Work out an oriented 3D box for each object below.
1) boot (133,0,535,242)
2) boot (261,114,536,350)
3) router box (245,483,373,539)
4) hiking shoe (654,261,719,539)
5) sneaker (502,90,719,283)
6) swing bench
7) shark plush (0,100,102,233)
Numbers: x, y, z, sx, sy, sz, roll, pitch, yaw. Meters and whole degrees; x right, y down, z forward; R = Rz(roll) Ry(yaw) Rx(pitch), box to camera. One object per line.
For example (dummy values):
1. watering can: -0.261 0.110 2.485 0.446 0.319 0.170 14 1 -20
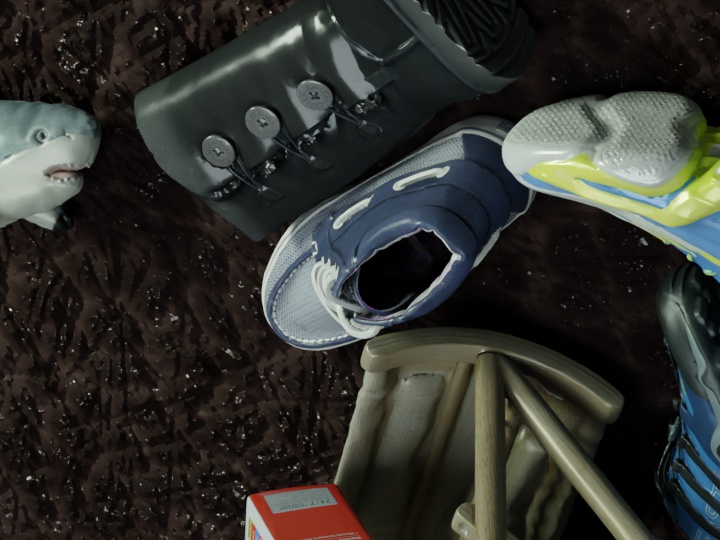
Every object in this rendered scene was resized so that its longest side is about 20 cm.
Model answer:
1. boot: -0.038 -0.115 1.126 0.200 0.066 0.165 -27 104 47
2. boot: 0.000 0.000 1.164 0.073 0.090 0.200 45 134 -5
3. router box: -0.012 0.234 1.167 0.180 0.049 0.200 -128 37 -59
4. hiking shoe: 0.169 0.087 1.134 0.087 0.074 0.200 -8 118 35
5. sneaker: 0.158 -0.017 1.057 0.200 0.076 0.105 8 122 27
6. swing bench: 0.067 0.161 1.193 0.130 0.200 0.199 -5 140 -18
7. shark plush: -0.219 -0.081 1.287 0.200 0.091 0.083 33 118 36
